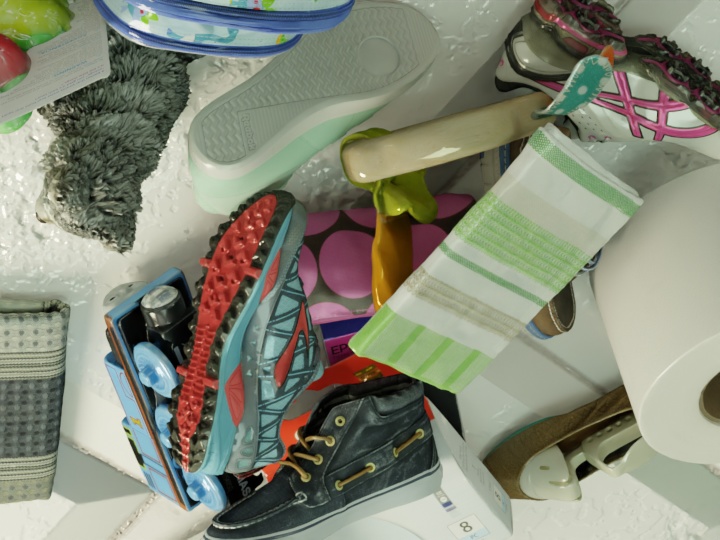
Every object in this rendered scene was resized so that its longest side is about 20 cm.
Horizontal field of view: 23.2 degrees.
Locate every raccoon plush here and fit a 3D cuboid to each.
[{"bbox_3d":[-0.148,-0.110,1.147,0.096,0.135,0.201,23,116,-25],"label":"raccoon plush"}]

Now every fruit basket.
[{"bbox_3d":[-0.236,-0.118,1.081,0.183,0.201,0.094,-23,125,2],"label":"fruit basket"}]

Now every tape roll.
[{"bbox_3d":[0.285,0.032,1.320,0.200,0.140,0.204,-9,144,-7],"label":"tape roll"}]

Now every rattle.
[{"bbox_3d":[0.093,-0.057,1.189,0.198,0.145,0.130,-14,169,-6],"label":"rattle"}]

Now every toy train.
[{"bbox_3d":[-0.133,0.092,1.301,0.086,0.114,0.202,-38,126,-29],"label":"toy train"}]

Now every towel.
[{"bbox_3d":[-0.323,0.099,1.317,0.197,0.035,0.194,0,127,-16],"label":"towel"},{"bbox_3d":[0.092,-0.005,1.205,0.200,0.031,0.149,-46,145,12],"label":"towel"}]

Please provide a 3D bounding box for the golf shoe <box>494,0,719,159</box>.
[{"bbox_3d":[0.189,-0.127,1.264,0.199,0.073,0.092,27,123,-18],"label":"golf shoe"}]

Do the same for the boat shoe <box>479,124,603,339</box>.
[{"bbox_3d":[0.141,-0.025,1.298,0.072,0.073,0.201,2,136,23],"label":"boat shoe"}]

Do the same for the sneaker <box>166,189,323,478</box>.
[{"bbox_3d":[-0.068,0.044,1.216,0.095,0.079,0.202,12,99,-35],"label":"sneaker"}]

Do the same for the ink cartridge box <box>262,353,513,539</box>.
[{"bbox_3d":[0.004,0.166,1.386,0.159,0.048,0.200,-27,123,21],"label":"ink cartridge box"}]

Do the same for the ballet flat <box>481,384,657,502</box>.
[{"bbox_3d":[0.189,0.149,1.447,0.198,0.073,0.068,-26,126,4],"label":"ballet flat"}]

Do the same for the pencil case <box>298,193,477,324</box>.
[{"bbox_3d":[0.000,0.000,1.281,0.197,0.095,0.091,-8,169,-5],"label":"pencil case"}]

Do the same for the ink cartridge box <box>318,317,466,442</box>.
[{"bbox_3d":[0.023,0.075,1.380,0.094,0.037,0.202,-15,124,-3],"label":"ink cartridge box"}]

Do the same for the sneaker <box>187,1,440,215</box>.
[{"bbox_3d":[-0.039,-0.112,1.229,0.199,0.074,0.118,-31,169,-17],"label":"sneaker"}]

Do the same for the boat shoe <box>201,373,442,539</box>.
[{"bbox_3d":[-0.034,0.143,1.293,0.199,0.071,0.092,-19,108,-26],"label":"boat shoe"}]

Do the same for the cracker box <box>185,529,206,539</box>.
[{"bbox_3d":[-0.117,0.283,1.429,0.199,0.058,0.134,-30,120,29],"label":"cracker box"}]

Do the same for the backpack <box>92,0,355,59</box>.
[{"bbox_3d":[-0.083,-0.212,1.054,0.181,0.201,0.148,3,123,-17],"label":"backpack"}]
